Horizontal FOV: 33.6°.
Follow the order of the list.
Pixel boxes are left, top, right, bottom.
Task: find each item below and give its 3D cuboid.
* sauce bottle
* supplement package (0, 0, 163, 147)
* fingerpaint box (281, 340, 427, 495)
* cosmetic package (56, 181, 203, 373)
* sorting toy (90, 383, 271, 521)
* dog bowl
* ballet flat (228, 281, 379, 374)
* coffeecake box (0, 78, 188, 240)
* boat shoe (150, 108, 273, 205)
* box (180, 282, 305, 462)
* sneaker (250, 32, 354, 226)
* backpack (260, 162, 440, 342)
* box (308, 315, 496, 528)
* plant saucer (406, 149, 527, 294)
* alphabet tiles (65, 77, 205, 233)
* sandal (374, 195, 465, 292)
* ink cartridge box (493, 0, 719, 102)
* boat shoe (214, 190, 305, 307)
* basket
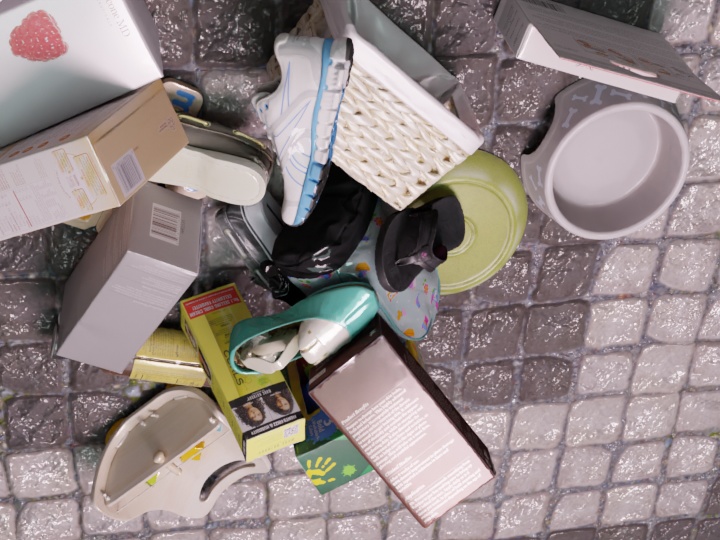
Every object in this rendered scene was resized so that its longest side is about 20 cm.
[{"bbox_3d":[-0.257,0.093,1.385,0.197,0.065,0.065,11,121,-19],"label":"sauce bottle"},{"bbox_3d":[-0.301,-0.217,1.126,0.198,0.120,0.122,-23,126,3],"label":"supplement package"},{"bbox_3d":[-0.004,0.135,1.390,0.165,0.201,0.074,-26,126,6],"label":"fingerpaint box"},{"bbox_3d":[-0.248,0.009,1.274,0.089,0.108,0.200,18,137,-24],"label":"cosmetic package"},{"bbox_3d":[-0.206,0.238,1.482,0.199,0.107,0.180,-36,132,11],"label":"sorting toy"},{"bbox_3d":[0.286,-0.124,1.369,0.197,0.059,0.202,-7,125,-10],"label":"dog bowl"},{"bbox_3d":[-0.062,0.072,1.248,0.198,0.071,0.067,-19,134,36],"label":"ballet flat"},{"bbox_3d":[-0.288,-0.100,1.138,0.198,0.154,0.074,-13,113,25],"label":"coffeecake box"},{"bbox_3d":[-0.187,-0.129,1.229,0.199,0.061,0.073,20,134,-3],"label":"boat shoe"},{"bbox_3d":[-0.133,0.111,1.333,0.074,0.201,0.050,-18,145,-19],"label":"box"},{"bbox_3d":[-0.064,-0.136,1.127,0.085,0.075,0.202,14,123,2],"label":"sneaker"},{"bbox_3d":[0.000,0.000,1.307,0.125,0.168,0.201,4,143,38],"label":"backpack"},{"bbox_3d":[0.043,0.159,1.254,0.100,0.075,0.201,-36,105,9],"label":"box"},{"bbox_3d":[0.105,-0.047,1.396,0.197,0.031,0.202,-7,126,-9],"label":"plant saucer"},{"bbox_3d":[-0.249,-0.123,1.269,0.193,0.015,0.201,19,117,-24],"label":"alphabet tiles"},{"bbox_3d":[0.073,-0.037,1.268,0.047,0.200,0.076,-7,107,32],"label":"sandal"},{"bbox_3d":[0.251,-0.215,1.225,0.197,0.177,0.045,11,122,-20],"label":"ink cartridge box"},{"bbox_3d":[-0.096,-0.011,1.358,0.070,0.073,0.201,-16,126,21],"label":"boat shoe"},{"bbox_3d":[0.010,-0.177,1.222,0.199,0.136,0.123,36,114,-30],"label":"basket"}]
